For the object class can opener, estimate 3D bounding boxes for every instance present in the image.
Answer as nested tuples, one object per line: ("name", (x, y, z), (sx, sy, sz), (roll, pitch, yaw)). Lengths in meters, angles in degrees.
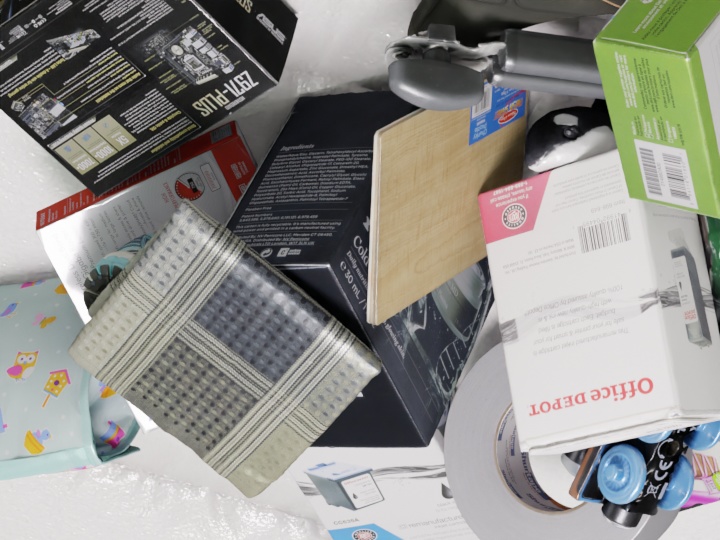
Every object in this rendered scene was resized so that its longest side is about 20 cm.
("can opener", (0.111, -0.141, 1.561), (0.200, 0.067, 0.053), (1, 164, -16))

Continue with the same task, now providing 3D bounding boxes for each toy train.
("toy train", (0.222, 0.097, 1.674), (0.087, 0.114, 0.200), (12, 107, -40))

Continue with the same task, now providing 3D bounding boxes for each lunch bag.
("lunch bag", (-0.270, 0.105, 1.833), (0.170, 0.200, 0.122), (-9, 130, 18))

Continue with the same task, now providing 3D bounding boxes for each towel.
("towel", (-0.102, 0.060, 1.602), (0.192, 0.035, 0.200), (39, 131, -5))

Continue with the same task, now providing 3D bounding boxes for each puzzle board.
("puzzle board", (0.064, -0.063, 1.601), (0.017, 0.200, 0.151), (18, 120, 30))

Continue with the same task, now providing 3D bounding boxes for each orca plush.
("orca plush", (0.211, -0.115, 1.621), (0.200, 0.071, 0.105), (-7, 170, -10))

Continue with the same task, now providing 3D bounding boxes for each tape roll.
("tape roll", (0.171, 0.147, 1.788), (0.200, 0.201, 0.066), (-20, 168, 27))

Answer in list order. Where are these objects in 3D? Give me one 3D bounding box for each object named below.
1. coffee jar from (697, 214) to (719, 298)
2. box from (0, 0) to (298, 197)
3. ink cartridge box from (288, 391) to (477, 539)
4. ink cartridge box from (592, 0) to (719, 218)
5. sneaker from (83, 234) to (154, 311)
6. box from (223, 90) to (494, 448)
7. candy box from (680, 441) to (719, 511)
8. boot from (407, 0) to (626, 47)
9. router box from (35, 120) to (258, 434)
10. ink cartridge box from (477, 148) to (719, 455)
("coffee jar", (0.349, -0.045, 1.613), (0.200, 0.104, 0.085), (-9, 146, 2))
("box", (-0.177, -0.173, 1.633), (0.200, 0.086, 0.164), (-29, 121, 33))
("ink cartridge box", (0.016, 0.151, 1.897), (0.146, 0.086, 0.200), (-13, 130, 23))
("ink cartridge box", (0.254, -0.158, 1.511), (0.076, 0.200, 0.148), (15, 141, 34))
("sneaker", (-0.119, 0.052, 1.681), (0.078, 0.086, 0.200), (-30, 105, 39))
("box", (0.000, 0.000, 1.670), (0.124, 0.197, 0.200), (-3, 133, 31))
("candy box", (0.282, 0.133, 1.841), (0.200, 0.061, 0.136), (-21, 124, 27))
("boot", (0.141, -0.200, 1.572), (0.200, 0.078, 0.138), (12, 153, -10))
("router box", (-0.137, 0.007, 1.744), (0.179, 0.049, 0.200), (-25, 112, 2))
("ink cartridge box", (0.179, 0.025, 1.593), (0.146, 0.200, 0.085), (-17, 166, 39))
